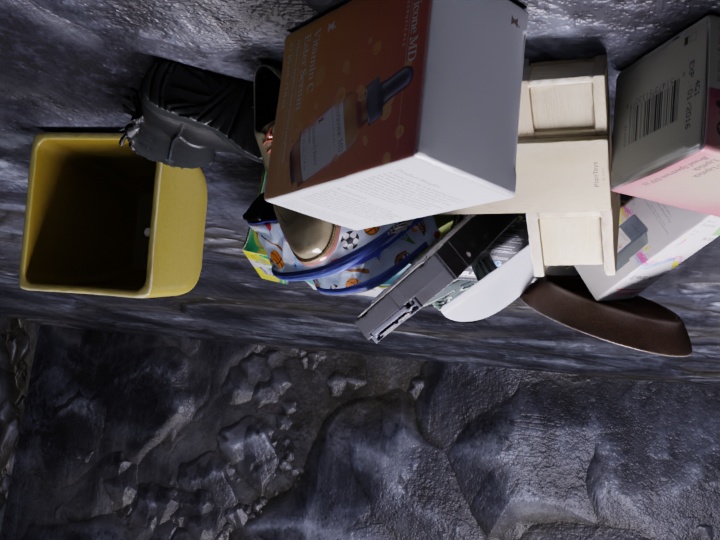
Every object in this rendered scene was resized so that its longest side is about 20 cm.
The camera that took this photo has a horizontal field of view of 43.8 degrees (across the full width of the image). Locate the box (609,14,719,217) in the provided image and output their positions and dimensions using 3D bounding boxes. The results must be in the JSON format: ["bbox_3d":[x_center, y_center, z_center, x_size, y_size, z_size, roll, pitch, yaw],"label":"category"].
[{"bbox_3d":[0.324,-0.111,0.737,0.196,0.111,0.128,11,167,-16],"label":"box"}]

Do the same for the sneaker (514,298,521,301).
[{"bbox_3d":[0.268,0.003,1.202,0.197,0.077,0.113,-19,-159,-24],"label":"sneaker"}]

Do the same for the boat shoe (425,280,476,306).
[{"bbox_3d":[0.127,0.024,1.234,0.072,0.063,0.199,2,-161,41],"label":"boat shoe"}]

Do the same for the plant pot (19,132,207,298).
[{"bbox_3d":[-0.301,-0.063,1.184,0.191,0.200,0.200,3,177,18],"label":"plant pot"}]

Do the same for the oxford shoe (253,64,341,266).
[{"bbox_3d":[-0.069,-0.100,0.832,0.070,0.203,0.075,-26,151,20],"label":"oxford shoe"}]

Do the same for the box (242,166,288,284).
[{"bbox_3d":[-0.116,-0.061,1.221,0.047,0.119,0.200,12,169,7],"label":"box"}]

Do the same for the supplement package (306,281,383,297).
[{"bbox_3d":[-0.022,-0.045,1.224,0.117,0.124,0.200,7,169,12],"label":"supplement package"}]

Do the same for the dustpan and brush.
[{"bbox_3d":[0.148,0.015,1.012,0.139,0.058,0.200,-35,154,2],"label":"dustpan and brush"}]

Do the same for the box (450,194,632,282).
[{"bbox_3d":[0.208,-0.050,1.050,0.196,0.050,0.163,5,139,-4],"label":"box"}]

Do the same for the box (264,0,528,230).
[{"bbox_3d":[0.025,-0.130,0.724,0.105,0.155,0.198,15,165,-36],"label":"box"}]

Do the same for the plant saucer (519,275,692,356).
[{"bbox_3d":[0.278,0.044,1.006,0.197,0.035,0.200,16,-168,-3],"label":"plant saucer"}]

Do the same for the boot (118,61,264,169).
[{"bbox_3d":[-0.160,-0.146,0.960,0.195,0.075,0.162,19,163,-16],"label":"boot"}]

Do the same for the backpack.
[{"bbox_3d":[-0.020,-0.059,0.960,0.189,0.156,0.199,-29,-170,-34],"label":"backpack"}]

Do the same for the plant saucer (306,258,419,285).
[{"bbox_3d":[0.000,0.000,1.083,0.197,0.019,0.070,-3,158,39],"label":"plant saucer"}]

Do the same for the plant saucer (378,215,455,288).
[{"bbox_3d":[0.098,-0.044,1.171,0.198,0.031,0.200,-31,168,-7],"label":"plant saucer"}]

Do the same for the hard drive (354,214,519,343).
[{"bbox_3d":[0.088,-0.012,0.926,0.140,0.038,0.200,-43,179,42],"label":"hard drive"}]

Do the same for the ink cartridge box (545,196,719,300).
[{"bbox_3d":[0.301,-0.028,0.959,0.200,0.068,0.116,-42,156,30],"label":"ink cartridge box"}]

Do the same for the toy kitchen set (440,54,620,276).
[{"bbox_3d":[0.163,-0.126,0.864,0.160,0.182,0.203,0,127,19],"label":"toy kitchen set"}]
